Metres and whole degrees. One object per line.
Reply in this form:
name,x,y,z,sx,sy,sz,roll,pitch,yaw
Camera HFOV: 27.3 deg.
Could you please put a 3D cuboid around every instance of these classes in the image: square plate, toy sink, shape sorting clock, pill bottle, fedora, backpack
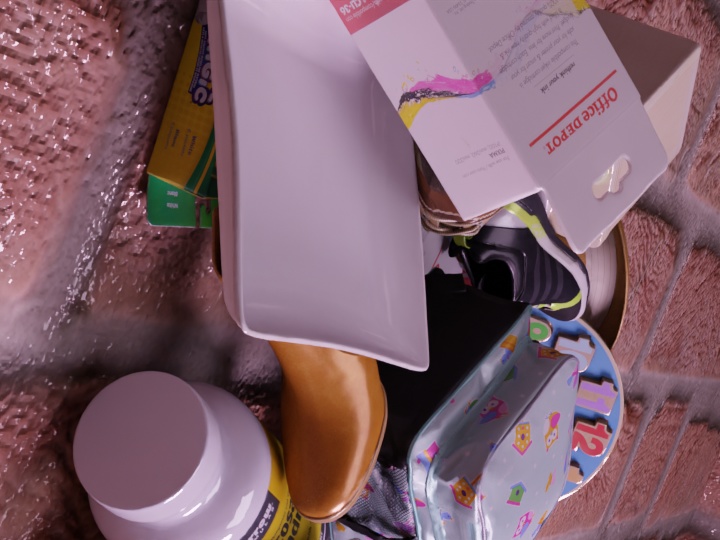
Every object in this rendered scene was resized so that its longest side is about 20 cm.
square plate,-0.024,-0.053,0.781,0.198,0.028,0.201,18,65,-60
toy sink,0.153,-0.104,1.127,0.200,0.130,0.113,-44,148,-41
shape sorting clock,0.121,0.114,1.241,0.039,0.199,0.201,-91,-165,-70
pill bottle,-0.097,0.134,0.895,0.112,0.112,0.200,-60,155,-15
fedora,0.155,0.002,1.286,0.081,0.201,0.202,-6,123,-24
backpack,0.058,0.125,1.005,0.176,0.153,0.201,-48,155,-38

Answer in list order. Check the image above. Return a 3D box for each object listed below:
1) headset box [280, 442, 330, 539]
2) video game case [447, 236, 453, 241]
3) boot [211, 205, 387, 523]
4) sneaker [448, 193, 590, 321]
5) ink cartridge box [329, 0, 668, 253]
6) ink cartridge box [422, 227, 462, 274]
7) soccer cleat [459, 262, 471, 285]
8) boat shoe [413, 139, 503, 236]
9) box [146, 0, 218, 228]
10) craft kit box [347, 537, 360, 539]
headset box,-0.039,0.211,1.129,0.148,0.075,0.201,-8,119,-63
video game case,0.097,-0.113,1.187,0.200,0.022,0.183,-41,146,-45
boot,-0.041,0.032,0.837,0.144,0.070,0.203,33,61,-56
sneaker,0.111,0.002,1.120,0.083,0.071,0.200,-63,143,-16
ink cartridge box,0.078,-0.111,0.819,0.116,0.067,0.201,-39,102,-38
ink cartridge box,0.000,0.000,1.029,0.116,0.068,0.200,-61,155,-12
soccer cleat,0.043,0.082,1.200,0.066,0.077,0.200,6,127,-46
boat shoe,0.068,-0.057,0.941,0.200,0.075,0.074,-63,166,-71
box,-0.054,-0.114,0.844,0.117,0.048,0.201,-3,115,-63
craft kit box,-0.106,0.257,0.914,0.199,0.049,0.198,-10,141,-36
